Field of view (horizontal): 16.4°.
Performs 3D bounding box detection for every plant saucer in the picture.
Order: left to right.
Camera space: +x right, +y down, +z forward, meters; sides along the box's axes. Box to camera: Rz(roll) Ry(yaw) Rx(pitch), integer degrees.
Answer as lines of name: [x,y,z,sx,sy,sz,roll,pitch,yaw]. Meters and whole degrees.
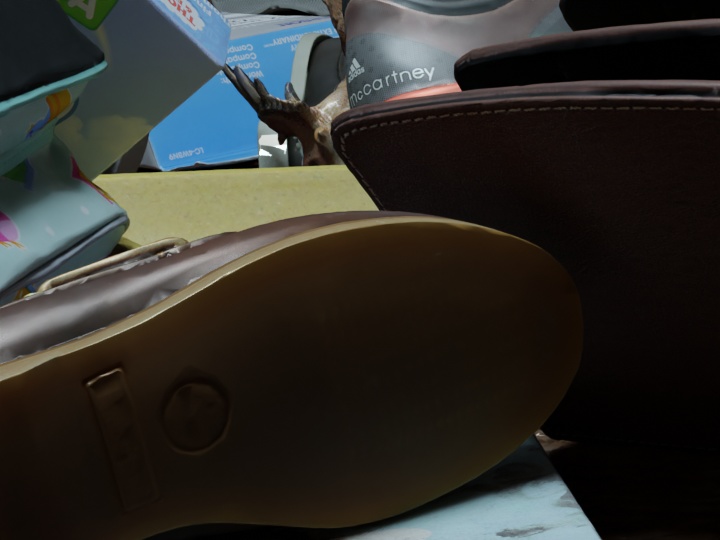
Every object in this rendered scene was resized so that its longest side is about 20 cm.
plant saucer: [0.000,0.000,0.793,0.199,0.049,0.200,-4,9,-20]

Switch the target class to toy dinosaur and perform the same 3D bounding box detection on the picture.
toy dinosaur: [0.010,-0.109,0.995,0.086,0.136,0.200,31,34,-3]

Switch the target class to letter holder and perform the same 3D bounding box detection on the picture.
letter holder: [0.111,-0.031,0.597,0.199,0.142,0.101,3,55,41]

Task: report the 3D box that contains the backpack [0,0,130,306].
backpack: [-0.171,-0.004,0.647,0.199,0.154,0.176,-30,7,22]

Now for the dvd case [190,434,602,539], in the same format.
dvd case: [-0.023,0.061,0.613,0.145,0.022,0.200,-8,12,-3]

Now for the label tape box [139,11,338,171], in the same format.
label tape box: [-0.080,-0.099,1.350,0.143,0.067,0.200,-14,11,-31]

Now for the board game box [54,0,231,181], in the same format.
board game box: [-0.161,-0.056,0.743,0.200,0.151,0.037,-39,23,21]

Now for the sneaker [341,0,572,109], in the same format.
sneaker: [0.082,-0.074,0.784,0.199,0.082,0.077,-5,-15,-33]

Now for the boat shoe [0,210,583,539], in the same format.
boat shoe: [-0.047,0.027,0.558,0.199,0.071,0.070,-13,16,-26]

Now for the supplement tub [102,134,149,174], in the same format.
supplement tub: [-0.195,-0.060,1.012,0.145,0.146,0.200,1,14,37]

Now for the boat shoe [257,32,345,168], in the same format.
boat shoe: [-0.002,-0.060,1.094,0.060,0.072,0.201,-6,19,8]

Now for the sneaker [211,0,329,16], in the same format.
sneaker: [-0.021,-0.255,2.081,0.199,0.074,0.115,2,17,44]
